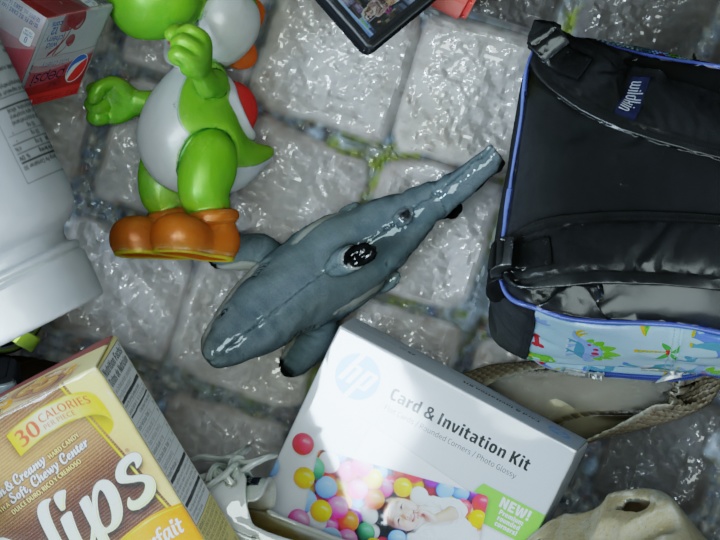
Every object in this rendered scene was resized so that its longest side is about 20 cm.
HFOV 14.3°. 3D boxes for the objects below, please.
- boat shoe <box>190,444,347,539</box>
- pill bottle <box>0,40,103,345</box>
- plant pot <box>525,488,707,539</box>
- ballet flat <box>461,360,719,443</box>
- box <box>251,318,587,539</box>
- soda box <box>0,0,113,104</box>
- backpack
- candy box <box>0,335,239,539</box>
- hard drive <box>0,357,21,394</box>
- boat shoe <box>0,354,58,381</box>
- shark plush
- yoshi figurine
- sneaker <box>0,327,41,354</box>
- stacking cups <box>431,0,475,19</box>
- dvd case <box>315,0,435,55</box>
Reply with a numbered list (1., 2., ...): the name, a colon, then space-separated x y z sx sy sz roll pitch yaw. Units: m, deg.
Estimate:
1. boat shoe: -0.070 0.135 1.612 0.202 0.075 0.086 27 103 8
2. pill bottle: -0.224 -0.056 1.536 0.113 0.113 0.200 -25 92 3
3. plant pot: 0.160 0.229 1.571 0.200 0.200 0.184 -33 105 4
4. ballet flat: 0.115 0.081 1.662 0.200 0.046 0.067 -14 91 4
5. box: 0.018 0.152 1.649 0.156 0.041 0.200 28 101 10
6. soda box: -0.242 -0.171 1.623 0.200 0.070 0.063 35 117 20
7. backpack: 0.179 -0.025 1.593 0.200 0.147 0.183 8 69 6
8. candy box: -0.136 0.150 1.559 0.115 0.055 0.200 -27 104 14
9. hard drive: -0.249 0.147 1.640 0.139 0.033 0.200 -5 121 3
10. boat shoe: -0.251 0.083 1.673 0.200 0.073 0.065 2 98 12
11. shark plush: 0.000 0.000 1.646 0.200 0.083 0.091 -21 91 3
12. yoshi figurine: -0.113 -0.107 1.637 0.112 0.112 0.200 4 87 11
13. sneaker: -0.262 -0.022 1.658 0.200 0.083 0.072 34 93 1
14. stacking cups: -0.019 -0.206 1.649 0.200 0.061 0.061 28 93 1
15. dvd case: 0.030 -0.235 1.632 0.200 0.018 0.143 -40 88 -18
